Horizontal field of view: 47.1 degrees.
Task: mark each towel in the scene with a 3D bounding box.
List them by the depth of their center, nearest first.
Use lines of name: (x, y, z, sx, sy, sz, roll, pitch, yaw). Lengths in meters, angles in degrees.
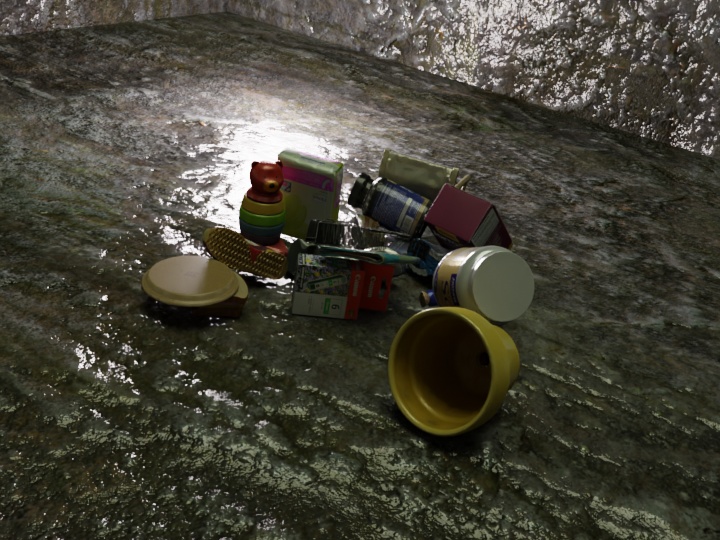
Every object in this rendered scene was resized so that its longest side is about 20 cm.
towel: (0.021, -0.027, 1.627, 0.143, 0.022, 0.199, 9, 2, 24)

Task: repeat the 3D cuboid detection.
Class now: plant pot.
plant pot: (0.174, 0.160, 1.383, 0.198, 0.205, 0.187, 26, 15, 30)

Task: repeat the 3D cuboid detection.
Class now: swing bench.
swing bench: (0.159, -0.213, 2.101, 0.195, 0.133, 0.199, 18, 6, 17)

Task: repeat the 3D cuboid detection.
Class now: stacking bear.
stacking bear: (-0.212, -0.142, 1.803, 0.118, 0.204, 0.114, 1, 27, -19)

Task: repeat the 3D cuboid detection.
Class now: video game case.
video game case: (0.151, -0.018, 1.907, 0.196, 0.019, 0.143, 18, 27, 16)

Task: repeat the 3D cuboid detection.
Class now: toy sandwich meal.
toy sandwich meal: (-0.316, 0.038, 1.568, 0.200, 0.072, 0.206, 6, 26, -3)

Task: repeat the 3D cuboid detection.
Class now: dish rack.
dish rack: (-0.001, -0.069, 1.678, 0.195, 0.056, 0.153, 9, 4, 20)

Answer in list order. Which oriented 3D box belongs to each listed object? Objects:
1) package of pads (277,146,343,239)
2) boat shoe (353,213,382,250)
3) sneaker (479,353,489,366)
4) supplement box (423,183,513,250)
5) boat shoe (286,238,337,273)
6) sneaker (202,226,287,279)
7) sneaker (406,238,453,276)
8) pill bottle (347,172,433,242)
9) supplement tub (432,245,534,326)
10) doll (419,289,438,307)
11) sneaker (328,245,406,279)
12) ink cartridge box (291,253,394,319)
package of pads: (-0.119, -0.165, 1.886, 0.151, 0.204, 0.068, 17, 33, 11)
boat shoe: (0.024, -0.074, 1.908, 0.072, 0.077, 0.201, 10, 27, -8)
sneaker: (0.198, 0.139, 1.557, 0.196, 0.073, 0.098, 17, 19, 20)
supplement box: (0.243, -0.084, 1.825, 0.130, 0.104, 0.200, 29, -10, 33)
boat shoe: (-0.103, -0.020, 1.723, 0.064, 0.076, 0.201, 24, -8, -26)
sneaker: (-0.247, -0.034, 1.685, 0.198, 0.076, 0.089, 28, -9, -34)
sneaker: (0.185, -0.016, 1.813, 0.085, 0.077, 0.198, 0, 18, -43)
pill bottle: (0.073, -0.156, 2.006, 0.197, 0.114, 0.112, 27, 28, 7)
supplement tub: (0.229, 0.029, 1.550, 0.142, 0.150, 0.200, 4, -1, -14)
doll: (0.223, 0.065, 1.679, 0.195, 0.049, 0.139, -12, 71, -13)
sneaker: (0.000, 0.000, 1.765, 0.194, 0.079, 0.087, 3, 31, 6)
ink cartridge box: (-0.034, 0.036, 1.623, 0.195, 0.111, 0.051, 6, 26, -9)
